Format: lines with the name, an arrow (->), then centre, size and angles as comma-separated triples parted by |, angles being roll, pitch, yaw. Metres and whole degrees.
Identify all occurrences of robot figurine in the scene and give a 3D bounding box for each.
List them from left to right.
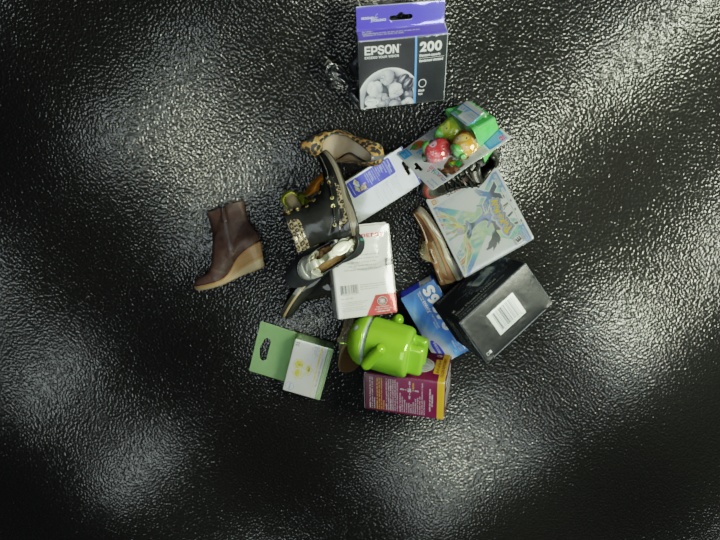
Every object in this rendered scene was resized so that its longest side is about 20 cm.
robot figurine -> 0.055, 0.173, 1.463 | 0.194, 0.176, 0.119 | 14, 118, 15

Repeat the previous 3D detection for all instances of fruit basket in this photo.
fruit basket -> 0.190, -0.270, 1.355 | 0.196, 0.186, 0.095 | -29, 130, -5

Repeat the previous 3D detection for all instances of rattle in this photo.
rattle -> -0.091, -0.103, 1.466 | 0.140, 0.131, 0.203 | -26, 77, -26

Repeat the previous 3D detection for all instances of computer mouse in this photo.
computer mouse -> 0.025, -0.463, 1.384 | 0.137, 0.053, 0.200 | 37, 112, -26

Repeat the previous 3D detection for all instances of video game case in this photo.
video game case -> 0.269, -0.117, 1.456 | 0.179, 0.022, 0.204 | -29, 81, 11

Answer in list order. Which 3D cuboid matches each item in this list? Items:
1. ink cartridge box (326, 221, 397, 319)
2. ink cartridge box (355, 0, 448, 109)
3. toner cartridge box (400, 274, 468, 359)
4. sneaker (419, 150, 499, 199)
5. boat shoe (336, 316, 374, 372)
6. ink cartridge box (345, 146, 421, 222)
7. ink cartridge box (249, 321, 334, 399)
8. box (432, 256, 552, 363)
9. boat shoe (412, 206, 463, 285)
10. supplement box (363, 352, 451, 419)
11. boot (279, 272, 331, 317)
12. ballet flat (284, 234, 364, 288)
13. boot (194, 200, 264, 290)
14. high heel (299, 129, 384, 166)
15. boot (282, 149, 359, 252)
ink cartridge box -> 0.000, 0.000, 1.470 | 0.142, 0.083, 0.207 | -6, 91, -10
ink cartridge box -> 0.087, -0.450, 1.342 | 0.191, 0.044, 0.205 | -8, 126, -6
toner cartridge box -> 0.184, 0.122, 1.560 | 0.093, 0.043, 0.203 | -28, 104, 12
sneaker -> 0.223, -0.215, 1.415 | 0.197, 0.099, 0.071 | -32, 129, 7
boat shoe -> -0.014, 0.155, 1.577 | 0.071, 0.063, 0.205 | 8, 112, -28
ink cartridge box -> 0.036, -0.194, 1.474 | 0.196, 0.039, 0.101 | -29, 103, 12
ink cartridge box -> -0.176, 0.227, 1.607 | 0.194, 0.048, 0.150 | 16, 108, -5
box -> 0.290, 0.077, 1.438 | 0.196, 0.200, 0.118 | -40, 102, -3
boat shoe -> 0.168, -0.051, 1.493 | 0.070, 0.076, 0.203 | -28, 102, 13
supplement box -> 0.116, 0.267, 1.538 | 0.193, 0.131, 0.106 | 4, 114, 13
boot -> -0.093, 0.061, 1.541 | 0.137, 0.078, 0.201 | 35, 106, -13
ballet flat -> -0.080, -0.026, 1.383 | 0.196, 0.073, 0.075 | -27, 105, -2
boot -> -0.334, -0.056, 1.529 | 0.195, 0.072, 0.171 | -21, 93, 10
high heel -> -0.043, -0.266, 1.400 | 0.193, 0.143, 0.074 | 4, 108, 1
boot -> -0.096, -0.146, 1.366 | 0.147, 0.073, 0.205 | -21, 78, -2
